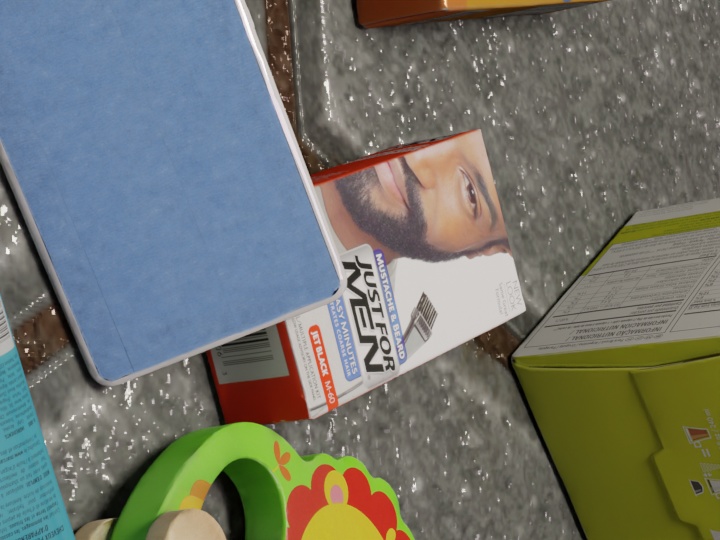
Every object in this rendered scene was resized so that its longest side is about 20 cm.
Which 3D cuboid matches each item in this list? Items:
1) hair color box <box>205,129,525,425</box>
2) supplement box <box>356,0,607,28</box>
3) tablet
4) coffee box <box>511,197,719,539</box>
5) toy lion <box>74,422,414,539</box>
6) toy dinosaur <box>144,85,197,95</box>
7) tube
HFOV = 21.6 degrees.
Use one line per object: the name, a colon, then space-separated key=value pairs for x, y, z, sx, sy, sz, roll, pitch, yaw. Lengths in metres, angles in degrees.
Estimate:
hair color box: x=0.000 y=0.000 z=1.002 sx=0.200 sy=0.064 sz=0.111 roll=-24 pitch=101 yaw=-51
supplement box: x=0.078 y=-0.185 z=1.128 sx=0.200 sy=0.069 sz=0.067 roll=-15 pitch=98 yaw=-53
tablet: x=-0.097 y=-0.057 z=0.866 sx=0.014 sy=0.130 sz=0.200 roll=-119 pitch=-172 yaw=-75
coffee box: x=0.250 y=0.079 z=1.183 sx=0.198 sy=0.200 sz=0.200 roll=-44 pitch=117 yaw=-45
toy lion: x=-0.036 y=0.157 z=0.939 sx=0.200 sy=0.069 sz=0.192 roll=62 pitch=36 yaw=-22
toy dinosaur: x=-0.108 y=-0.147 z=0.889 sx=0.200 sy=0.086 sz=0.136 roll=34 pitch=89 yaw=-26
tube: x=-0.161 y=0.083 z=0.806 sx=0.077 sy=0.050 sz=0.200 roll=-19 pitch=102 yaw=-33
